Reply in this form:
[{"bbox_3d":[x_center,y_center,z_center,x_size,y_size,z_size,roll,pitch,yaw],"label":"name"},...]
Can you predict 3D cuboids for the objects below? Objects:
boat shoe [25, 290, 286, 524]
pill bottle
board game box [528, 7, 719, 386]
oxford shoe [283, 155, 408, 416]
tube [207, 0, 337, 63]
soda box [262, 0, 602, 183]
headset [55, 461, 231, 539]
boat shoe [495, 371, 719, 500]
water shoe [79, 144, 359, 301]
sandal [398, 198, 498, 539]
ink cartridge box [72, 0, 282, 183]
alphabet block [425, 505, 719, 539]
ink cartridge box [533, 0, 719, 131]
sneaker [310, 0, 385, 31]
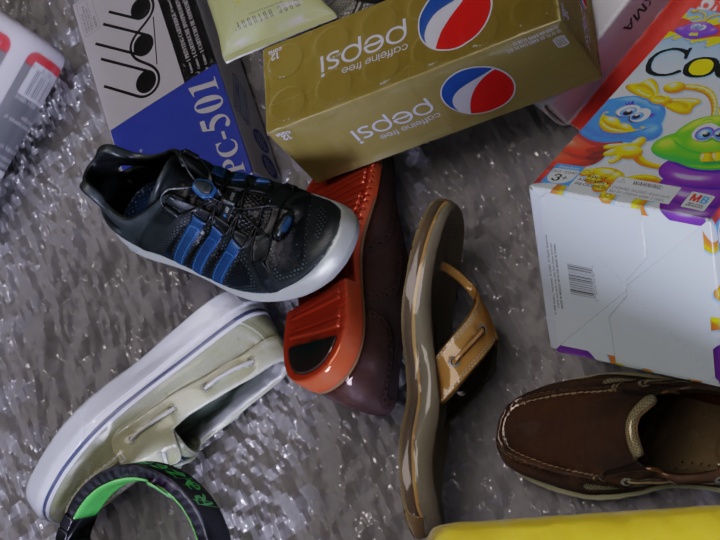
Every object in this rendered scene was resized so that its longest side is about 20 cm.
[{"bbox_3d":[-0.129,0.097,1.289,0.200,0.072,0.062,-44,63,7],"label":"boat shoe"},{"bbox_3d":[-0.302,-0.091,1.423,0.113,0.114,0.201,27,86,33],"label":"pill bottle"},{"bbox_3d":[0.185,-0.045,1.085,0.102,0.106,0.200,11,40,31],"label":"board game box"},{"bbox_3d":[0.000,0.000,1.261,0.071,0.072,0.201,-24,44,39],"label":"oxford shoe"},{"bbox_3d":[-0.079,-0.203,1.343,0.058,0.052,0.201,-54,37,22],"label":"tube"},{"bbox_3d":[0.041,-0.124,1.223,0.199,0.064,0.068,-20,54,23],"label":"soda box"},{"bbox_3d":[-0.152,0.216,1.241,0.123,0.094,0.202,26,105,30],"label":"headset"},{"bbox_3d":[0.161,0.087,1.129,0.201,0.075,0.075,-2,72,28],"label":"boat shoe"},{"bbox_3d":[-0.093,-0.032,1.241,0.199,0.079,0.072,8,68,38],"label":"water shoe"},{"bbox_3d":[0.055,0.059,1.201,0.053,0.080,0.202,0,73,12],"label":"sandal"},{"bbox_3d":[-0.125,-0.119,1.377,0.094,0.044,0.201,-29,62,19],"label":"ink cartridge box"},{"bbox_3d":[0.120,0.237,0.985,0.193,0.200,0.198,-4,68,-8],"label":"alphabet block"},{"bbox_3d":[0.178,-0.171,1.231,0.200,0.043,0.173,-51,56,4],"label":"ink cartridge box"},{"bbox_3d":[0.035,-0.209,1.276,0.200,0.085,0.078,-42,29,26],"label":"sneaker"}]
